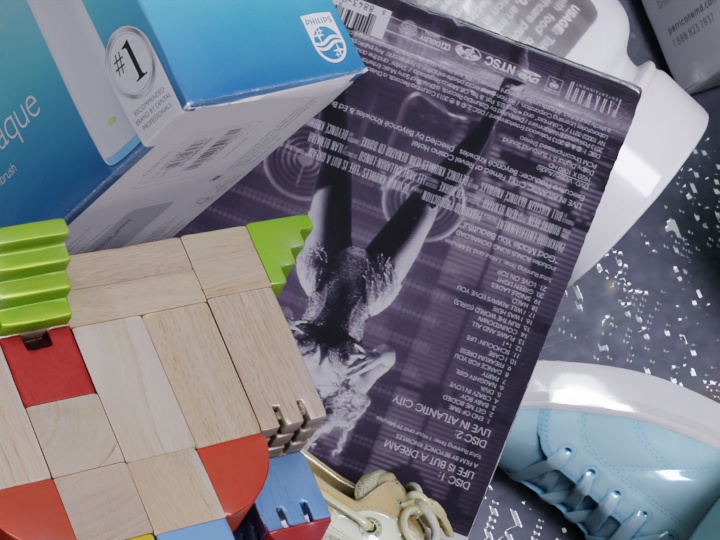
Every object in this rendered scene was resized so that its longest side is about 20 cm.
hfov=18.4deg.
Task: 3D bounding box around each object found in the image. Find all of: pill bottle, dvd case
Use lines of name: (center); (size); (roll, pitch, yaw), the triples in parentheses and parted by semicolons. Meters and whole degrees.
pill bottle: (0.033, -0.091, 0.873); (0.200, 0.114, 0.114); (42, 68, -3)
dvd case: (0.000, 0.000, 0.826); (0.148, 0.016, 0.201); (20, 101, 0)

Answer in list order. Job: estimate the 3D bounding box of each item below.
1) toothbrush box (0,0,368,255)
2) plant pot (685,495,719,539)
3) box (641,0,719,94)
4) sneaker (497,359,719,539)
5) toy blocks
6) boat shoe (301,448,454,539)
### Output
toothbrush box: (-0.108, -0.114, 0.769); (0.085, 0.146, 0.201); (-14, 75, -44)
plant pot: (0.194, 0.135, 0.782); (0.142, 0.141, 0.200); (62, 35, -23)
box: (0.191, -0.205, 0.904); (0.130, 0.199, 0.201); (-18, 83, -24)
sneaker: (0.114, 0.093, 0.871); (0.199, 0.074, 0.082); (17, 67, -12)
toy blocks: (-0.085, 0.066, 0.708); (0.199, 0.100, 0.137); (-11, 64, -31)
boat shoe: (-0.021, 0.077, 0.800); (0.200, 0.073, 0.063); (27, 88, 8)
